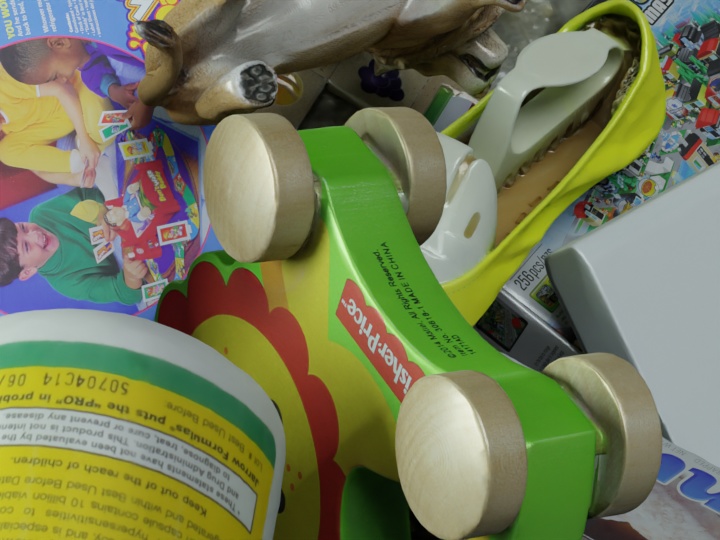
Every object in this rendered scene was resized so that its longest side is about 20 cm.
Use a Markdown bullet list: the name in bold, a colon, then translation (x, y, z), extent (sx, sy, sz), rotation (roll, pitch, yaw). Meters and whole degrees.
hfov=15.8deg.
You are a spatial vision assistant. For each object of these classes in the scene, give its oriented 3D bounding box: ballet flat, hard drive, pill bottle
- **ballet flat**: translation (0.042, -0.034, 0.926), extent (0.067, 0.067, 0.200), rotation (34, 56, 23)
- **hard drive**: translation (0.171, 0.015, 0.981), extent (0.200, 0.027, 0.132), rotation (-27, 93, -35)
- **pill bottle**: translation (-0.089, 0.121, 0.726), extent (0.113, 0.113, 0.200), rotation (15, 55, -9)

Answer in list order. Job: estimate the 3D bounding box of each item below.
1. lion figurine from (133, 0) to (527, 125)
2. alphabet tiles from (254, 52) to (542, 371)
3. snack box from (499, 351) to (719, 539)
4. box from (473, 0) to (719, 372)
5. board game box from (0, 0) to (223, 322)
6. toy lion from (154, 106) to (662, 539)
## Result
- **lion figurine**: translation (-0.017, -0.088, 0.898), extent (0.200, 0.122, 0.073), rotation (-14, 88, -34)
- **alphabet tiles**: translation (0.000, 0.000, 0.982), extent (0.167, 0.008, 0.200), rotation (31, 57, 1)
- **snack box**: translation (0.082, 0.078, 0.888), extent (0.200, 0.024, 0.072), rotation (28, 35, 28)
- **box**: translation (0.107, -0.042, 1.015), extent (0.110, 0.035, 0.200), rotation (38, 57, 6)
- **board game box**: translation (-0.120, -0.065, 0.922), extent (0.134, 0.045, 0.200), rotation (-12, 80, -18)
- **toy lion**: translation (-0.008, 0.060, 0.815), extent (0.069, 0.192, 0.200), rotation (-7, 41, -32)
